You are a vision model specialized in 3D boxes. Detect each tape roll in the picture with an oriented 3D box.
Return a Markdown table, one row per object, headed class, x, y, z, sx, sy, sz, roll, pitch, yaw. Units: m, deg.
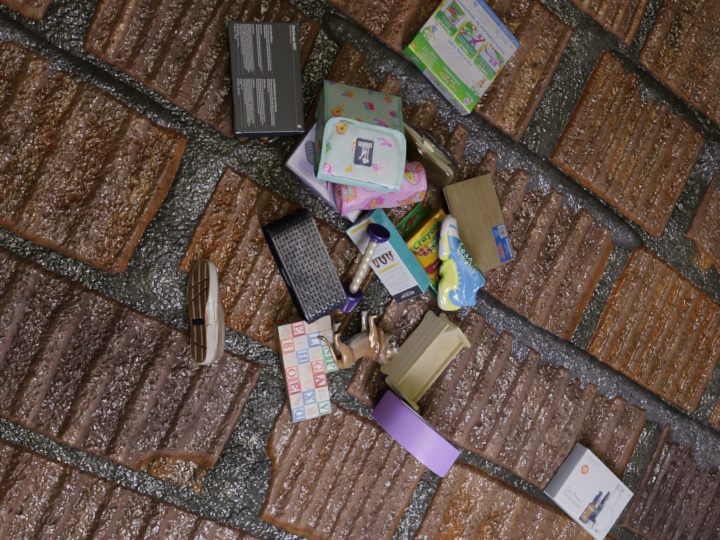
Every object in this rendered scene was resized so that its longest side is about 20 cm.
| class | x | y | z | sx | sy | sz | roll | pitch | yaw |
| --- | --- | --- | --- | --- | --- | --- | --- | --- | --- |
| tape roll | 0.116 | 0.343 | 1.240 | 0.199 | 0.200 | 0.066 | 41 | 84 | -16 |

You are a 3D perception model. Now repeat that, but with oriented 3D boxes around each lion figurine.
| class | x | y | z | sx | sy | sz | roll | pitch | yaw |
| --- | --- | --- | --- | --- | --- | --- | --- | --- | --- |
| lion figurine | -0.006 | 0.160 | 1.231 | 0.196 | 0.072 | 0.127 | -17 | 110 | -34 |

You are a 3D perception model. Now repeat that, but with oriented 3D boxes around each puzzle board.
| class | x | y | z | sx | sy | sz | roll | pitch | yaw |
| --- | --- | --- | --- | --- | --- | --- | --- | --- | --- |
| puzzle board | 0.264 | -0.102 | 1.304 | 0.148 | 0.017 | 0.206 | -18 | 92 | -33 |

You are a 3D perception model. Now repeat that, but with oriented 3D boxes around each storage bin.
| class | x | y | z | sx | sy | sz | roll | pitch | yaw |
| --- | --- | --- | --- | --- | --- | --- | --- | --- | --- |
| storage bin | -0.114 | -0.011 | 1.170 | 0.092 | 0.135 | 0.205 | -25 | 102 | -12 |

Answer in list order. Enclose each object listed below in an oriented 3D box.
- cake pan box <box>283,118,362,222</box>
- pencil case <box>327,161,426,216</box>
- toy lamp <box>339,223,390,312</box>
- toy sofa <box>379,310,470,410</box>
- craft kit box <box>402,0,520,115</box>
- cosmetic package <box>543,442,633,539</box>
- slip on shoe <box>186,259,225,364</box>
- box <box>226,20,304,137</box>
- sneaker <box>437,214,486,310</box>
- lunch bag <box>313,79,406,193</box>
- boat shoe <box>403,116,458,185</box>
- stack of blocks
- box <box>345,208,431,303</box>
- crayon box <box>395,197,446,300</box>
| class | x | y | z | sx | sy | sz | roll | pitch | yaw |
| --- | --- | --- | --- | --- | --- | --- | --- | --- | --- |
| cake pan box | -0.032 | -0.230 | 1.218 | 0.198 | 0.052 | 0.186 | 37 | 87 | -16 |
| pencil case | 0.035 | -0.167 | 1.179 | 0.194 | 0.087 | 0.091 | -12 | 99 | -15 |
| toy lamp | 0.000 | 0.000 | 1.207 | 0.056 | 0.059 | 0.204 | 13 | 122 | -16 |
| toy sofa | 0.143 | 0.195 | 1.305 | 0.201 | 0.097 | 0.083 | -48 | 130 | -7 |
| craft kit box | 0.221 | -0.484 | 1.271 | 0.199 | 0.048 | 0.199 | 41 | 81 | -16 |
| cosmetic package | 0.576 | 0.560 | 1.476 | 0.199 | 0.052 | 0.152 | 42 | 81 | -16 |
| slip on shoe | -0.300 | 0.082 | 1.168 | 0.060 | 0.074 | 0.208 | 0 | 87 | -55 |
| box | -0.185 | -0.370 | 1.144 | 0.136 | 0.079 | 0.207 | -4 | 96 | -13 |
| sneaker | 0.215 | -0.016 | 1.234 | 0.101 | 0.076 | 0.207 | 3 | 108 | 11 |
| lunch bag | -0.003 | -0.240 | 1.098 | 0.165 | 0.123 | 0.205 | 9 | 55 | -14 |
| boat shoe | 0.127 | -0.269 | 1.257 | 0.200 | 0.073 | 0.065 | 44 | 58 | -8 |
| stack of blocks | -0.108 | 0.200 | 1.233 | 0.112 | 0.058 | 0.207 | -10 | 98 | -15 |
| box | 0.061 | -0.031 | 1.243 | 0.202 | 0.081 | 0.049 | 54 | 43 | -14 |
| crayon box | 0.166 | -0.042 | 1.294 | 0.127 | 0.051 | 0.201 | -43 | 105 | -8 |
